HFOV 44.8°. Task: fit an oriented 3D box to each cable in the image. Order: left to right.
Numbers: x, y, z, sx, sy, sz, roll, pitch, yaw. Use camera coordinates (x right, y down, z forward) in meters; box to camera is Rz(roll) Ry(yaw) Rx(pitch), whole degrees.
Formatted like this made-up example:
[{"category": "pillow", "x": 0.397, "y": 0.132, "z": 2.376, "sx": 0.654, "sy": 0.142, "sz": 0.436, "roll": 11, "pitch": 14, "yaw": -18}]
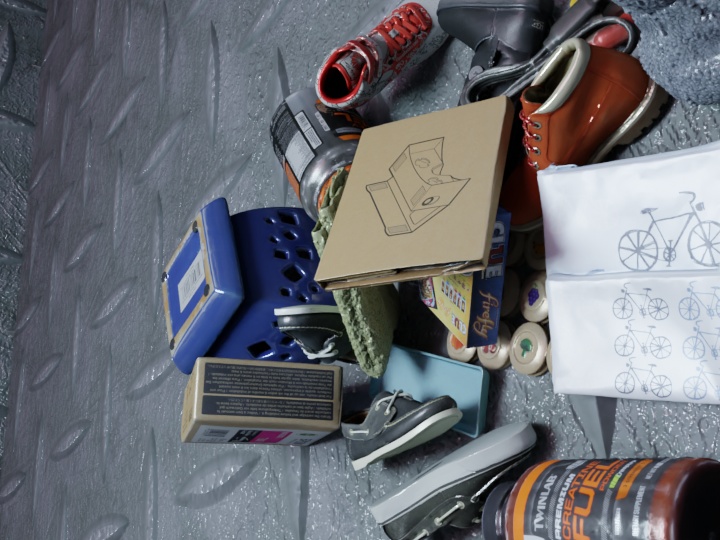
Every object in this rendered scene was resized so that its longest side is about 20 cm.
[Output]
[{"category": "cable", "x": 0.188, "y": -0.197, "z": 0.822, "sx": 0.200, "sy": 0.050, "sz": 0.097, "roll": -42, "pitch": 62, "yaw": 32}]

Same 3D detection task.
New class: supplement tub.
[{"category": "supplement tub", "x": -0.032, "y": -0.134, "z": 1.085, "sx": 0.123, "sy": 0.122, "sz": 0.200, "roll": -59, "pitch": 37, "yaw": 26}, {"category": "supplement tub", "x": 0.183, "y": 0.195, "z": 0.656, "sx": 0.200, "sy": 0.107, "sz": 0.107, "roll": -19, "pitch": 64, "yaw": 53}]

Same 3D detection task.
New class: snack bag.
[{"category": "snack bag", "x": 0.219, "y": 0.003, "z": 0.693, "sx": 0.188, "sy": 0.021, "sz": 0.200, "roll": -3, "pitch": 91, "yaw": 52}]

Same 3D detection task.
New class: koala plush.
[{"category": "koala plush", "x": 0.230, "y": -0.231, "z": 0.642, "sx": 0.177, "sy": 0.200, "sz": 0.184, "roll": 24, "pitch": 100, "yaw": 57}]

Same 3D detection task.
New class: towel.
[{"category": "towel", "x": 0.000, "y": 0.000, "z": 0.927, "sx": 0.148, "sy": 0.036, "sz": 0.200, "roll": -73, "pitch": -32, "yaw": -61}]

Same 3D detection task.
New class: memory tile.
[{"category": "memory tile", "x": 0.154, "y": 0.024, "z": 0.843, "sx": 0.200, "sy": 0.017, "sz": 0.154, "roll": 2, "pitch": 81, "yaw": 58}]

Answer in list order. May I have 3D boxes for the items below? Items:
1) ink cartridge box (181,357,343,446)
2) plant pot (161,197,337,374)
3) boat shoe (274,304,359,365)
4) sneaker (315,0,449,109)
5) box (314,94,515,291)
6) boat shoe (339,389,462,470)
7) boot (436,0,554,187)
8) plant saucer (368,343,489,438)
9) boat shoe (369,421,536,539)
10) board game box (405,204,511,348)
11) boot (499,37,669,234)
[{"category": "ink cartridge box", "x": -0.122, "y": 0.160, "z": 1.031, "sx": 0.200, "sy": 0.164, "sz": 0.075, "roll": 129, "pitch": 145, "yaw": -67}, {"category": "plant pot", "x": -0.151, "y": 0.031, "z": 1.159, "sx": 0.200, "sy": 0.180, "sz": 0.200, "roll": -50, "pitch": 40, "yaw": 36}, {"category": "boat shoe", "x": -0.032, "y": 0.074, "z": 0.969, "sx": 0.075, "sy": 0.200, "sz": 0.060, "roll": -2, "pitch": 81, "yaw": 28}, {"category": "sneaker", "x": 0.033, "y": -0.257, "z": 1.002, "sx": 0.201, "sy": 0.108, "sz": 0.067, "roll": -38, "pitch": 90, "yaw": 19}, {"category": "box", "x": 0.054, "y": -0.073, "z": 0.808, "sx": 0.163, "sy": 0.021, "sz": 0.200, "roll": -9, "pitch": 47, "yaw": 30}, {"category": "boat shoe", "x": 0.034, "y": 0.156, "z": 0.900, "sx": 0.200, "sy": 0.072, "sz": 0.068, "roll": -39, "pitch": 67, "yaw": 58}, {"category": "boot", "x": 0.119, "y": -0.189, "z": 0.934, "sx": 0.165, "sy": 0.066, "sz": 0.200, "roll": 20, "pitch": 101, "yaw": 59}, {"category": "plant saucer", "x": 0.070, "y": 0.120, "z": 0.929, "sx": 0.200, "sy": 0.019, "sz": 0.070, "roll": 9, "pitch": 95, "yaw": 59}, {"category": "boat shoe", "x": 0.097, "y": 0.209, "z": 0.832, "sx": 0.200, "sy": 0.071, "sz": 0.064, "roll": -39, "pitch": 80, "yaw": 34}, {"category": "board game box", "x": 0.083, "y": -0.028, "z": 0.881, "sx": 0.200, "sy": 0.035, "sz": 0.136, "roll": -130, "pitch": 37, "yaw": -58}, {"category": "boot", "x": 0.168, "y": -0.119, "z": 0.784, "sx": 0.200, "sy": 0.107, "sz": 0.075, "roll": -54, "pitch": 34, "yaw": 34}]
